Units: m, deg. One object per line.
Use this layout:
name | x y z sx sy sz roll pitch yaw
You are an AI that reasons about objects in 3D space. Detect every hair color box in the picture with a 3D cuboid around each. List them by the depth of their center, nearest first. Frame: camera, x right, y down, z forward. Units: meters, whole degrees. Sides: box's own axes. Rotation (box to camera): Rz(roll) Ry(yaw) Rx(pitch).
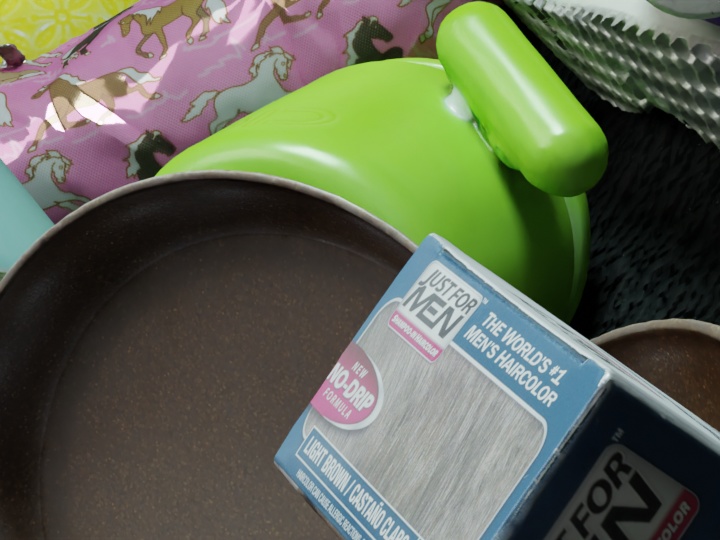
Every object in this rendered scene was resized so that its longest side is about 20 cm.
hair color box | 0.086 0.079 0.592 0.061 0.200 0.100 -55 24 2

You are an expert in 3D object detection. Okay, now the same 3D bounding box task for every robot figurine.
robot figurine | 0.000 0.000 0.903 0.176 0.116 0.200 -60 -13 26

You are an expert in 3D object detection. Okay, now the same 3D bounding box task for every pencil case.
pencil case | -0.044 -0.068 1.007 0.199 0.087 0.083 -26 16 9

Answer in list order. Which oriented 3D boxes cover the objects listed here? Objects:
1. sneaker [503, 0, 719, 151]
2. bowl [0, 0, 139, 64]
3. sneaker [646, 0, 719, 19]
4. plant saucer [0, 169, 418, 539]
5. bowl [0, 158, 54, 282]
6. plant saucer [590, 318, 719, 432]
sneaker | 0.120 -0.093 0.909 0.100 0.070 0.200 -47 27 -4
bowl | -0.144 -0.047 1.222 0.200 0.200 0.108 -45 47 22
sneaker | 0.166 -0.135 0.827 0.199 0.076 0.089 -15 17 18
plant saucer | -0.026 0.071 0.792 0.200 0.201 0.032 -42 -14 28
bowl | -0.175 0.016 0.930 0.201 0.200 0.105 -40 54 30
plant saucer | 0.057 0.108 0.811 0.200 0.037 0.201 -42 27 27
